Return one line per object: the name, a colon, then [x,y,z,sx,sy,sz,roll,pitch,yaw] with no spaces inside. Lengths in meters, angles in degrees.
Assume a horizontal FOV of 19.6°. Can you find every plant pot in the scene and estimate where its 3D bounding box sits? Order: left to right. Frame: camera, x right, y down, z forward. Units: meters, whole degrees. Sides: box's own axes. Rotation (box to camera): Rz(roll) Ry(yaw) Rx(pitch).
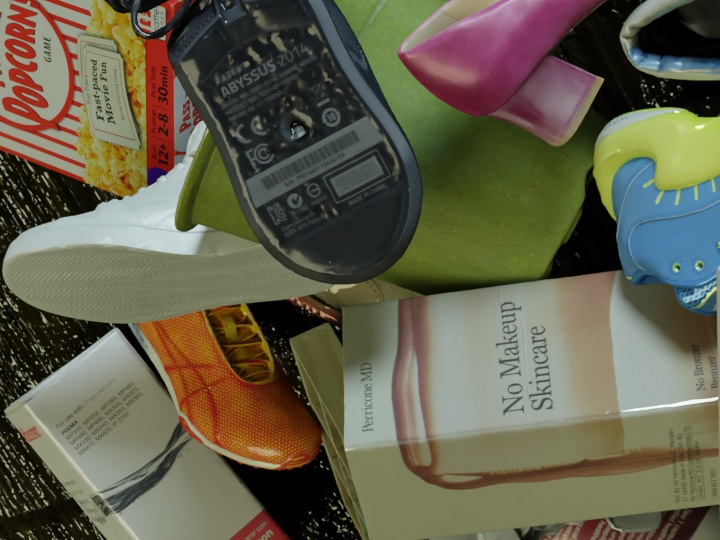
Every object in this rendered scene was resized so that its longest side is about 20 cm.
plant pot: [0.030,-0.067,1.123,0.190,0.200,0.200,27,132,3]

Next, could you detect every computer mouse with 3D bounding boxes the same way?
computer mouse: [-0.031,-0.091,1.009,0.138,0.053,0.200,-22,95,8]

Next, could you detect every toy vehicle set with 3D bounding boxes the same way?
toy vehicle set: [0.011,0.136,1.268,0.124,0.026,0.200,59,171,36]

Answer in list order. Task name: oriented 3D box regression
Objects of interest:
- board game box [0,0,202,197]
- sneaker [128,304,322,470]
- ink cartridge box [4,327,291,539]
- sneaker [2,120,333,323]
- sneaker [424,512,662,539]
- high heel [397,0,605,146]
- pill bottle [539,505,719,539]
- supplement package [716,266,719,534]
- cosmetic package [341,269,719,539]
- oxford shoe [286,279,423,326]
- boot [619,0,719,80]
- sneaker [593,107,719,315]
board game box: [-0.185,-0.136,1.311,0.200,0.046,0.152,20,128,25]
sneaker: [-0.091,0.049,1.310,0.200,0.073,0.077,46,138,33]
ink cartridge box: [-0.141,0.143,1.397,0.200,0.084,0.145,51,165,-3]
sneaker: [-0.111,-0.036,1.242,0.199,0.116,0.074,-4,140,-2]
sneaker: [0.097,0.130,1.131,0.115,0.200,0.075,22,165,20]
high heel: [0.095,-0.165,1.000,0.096,0.200,0.067,25,-176,-24]
pill bottle: [0.153,0.160,1.212,0.200,0.114,0.114,29,131,19]
supplement package: [0.262,0.084,0.975,0.111,0.155,0.200,44,146,53]
cosmetic package: [0.094,0.067,1.062,0.199,0.104,0.087,-9,137,6]
oxford shoe: [0.000,0.000,1.269,0.200,0.070,0.075,34,102,20]
boot: [0.223,-0.127,0.986,0.200,0.096,0.074,-8,113,39]
sneaker: [0.197,-0.034,0.990,0.200,0.076,0.105,-10,79,51]
